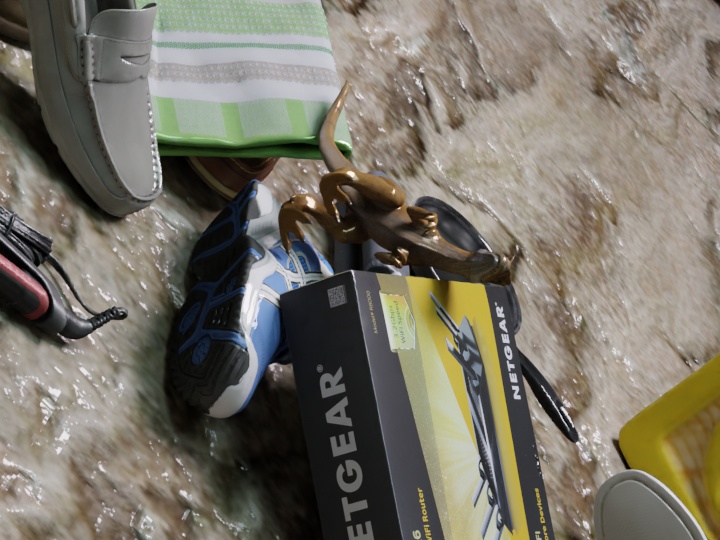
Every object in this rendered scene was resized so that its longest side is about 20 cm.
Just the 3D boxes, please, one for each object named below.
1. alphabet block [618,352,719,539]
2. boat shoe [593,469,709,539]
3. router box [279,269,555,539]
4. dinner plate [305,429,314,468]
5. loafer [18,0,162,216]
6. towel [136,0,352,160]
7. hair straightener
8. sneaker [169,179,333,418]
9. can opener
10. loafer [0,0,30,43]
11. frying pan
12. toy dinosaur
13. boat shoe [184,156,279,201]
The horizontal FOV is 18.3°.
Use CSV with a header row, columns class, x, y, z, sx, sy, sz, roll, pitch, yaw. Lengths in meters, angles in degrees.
class,x,y,z,sx,sy,sz,roll,pitch,yaw
alphabet block,0.338,0.154,1.598,0.200,0.195,0.197,16,39,-51
boat shoe,0.220,0.214,1.448,0.200,0.074,0.060,56,24,5
router box,0.038,0.105,1.220,0.157,0.052,0.201,5,70,-55
dinner plate,0.025,0.103,1.271,0.200,0.024,0.201,32,49,-45
loafer,-0.145,-0.129,1.240,0.070,0.070,0.201,-35,111,-60
towel,-0.088,-0.143,1.378,0.149,0.031,0.200,0,43,-13
hair straightener,-0.193,-0.033,1.115,0.200,0.041,0.077,36,28,-30
sneaker,-0.053,0.021,1.241,0.077,0.076,0.200,39,27,-15
can opener,0.000,0.000,1.393,0.066,0.053,0.200,40,26,-21
loafer,-0.219,-0.196,1.270,0.200,0.067,0.076,30,31,-39
frying pan,0.091,0.030,1.538,0.190,0.031,0.115,52,24,-5
toy dinosaur,0.002,-0.038,1.262,0.106,0.061,0.200,3,32,-46
boat shoe,-0.065,-0.109,1.417,0.072,0.068,0.200,46,24,-11
